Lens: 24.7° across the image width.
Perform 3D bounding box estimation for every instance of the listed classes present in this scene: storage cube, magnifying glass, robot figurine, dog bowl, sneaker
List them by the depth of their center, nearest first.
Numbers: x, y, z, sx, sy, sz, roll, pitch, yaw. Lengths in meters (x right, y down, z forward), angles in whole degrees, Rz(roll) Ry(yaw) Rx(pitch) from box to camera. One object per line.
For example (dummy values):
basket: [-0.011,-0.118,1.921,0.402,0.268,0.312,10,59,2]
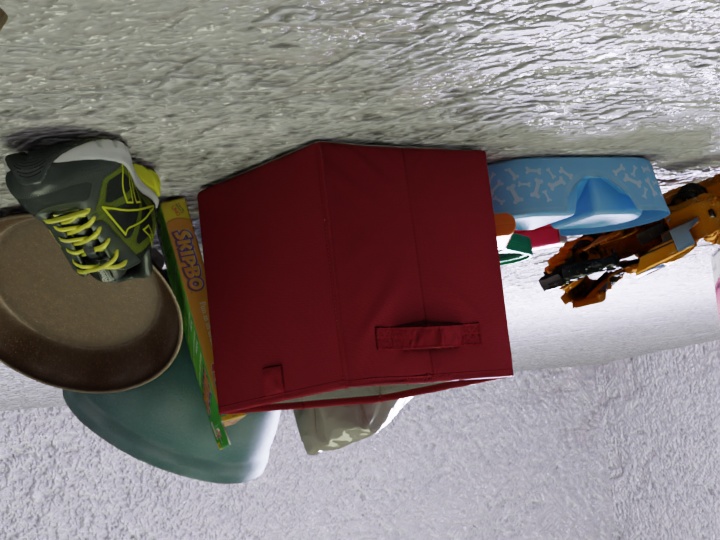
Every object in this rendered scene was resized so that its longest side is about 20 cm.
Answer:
sneaker: [-0.180,-0.037,1.131,0.074,0.085,0.200,-9,172,14]
storage cube: [-0.008,0.009,1.277,0.170,0.182,0.199,-1,171,-37]
magnifying glass: [0.110,-0.023,1.379,0.079,0.023,0.200,-6,174,0]
dog bowl: [0.169,-0.063,1.394,0.198,0.050,0.111,-3,172,-30]
robot figurine: [0.258,-0.025,1.516,0.199,0.059,0.145,-27,-175,31]

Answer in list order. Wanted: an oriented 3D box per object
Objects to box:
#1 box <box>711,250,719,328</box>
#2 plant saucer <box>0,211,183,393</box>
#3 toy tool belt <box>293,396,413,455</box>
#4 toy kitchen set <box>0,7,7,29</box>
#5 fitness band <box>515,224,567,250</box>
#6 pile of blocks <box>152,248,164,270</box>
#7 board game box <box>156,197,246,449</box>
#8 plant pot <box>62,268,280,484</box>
box: [0.520,0.070,2.107,0.108,0.202,0.128,-7,172,5]
plant saucer: [-0.238,0.020,1.354,0.198,0.037,0.202,7,133,8]
toy tool belt: [-0.007,0.077,1.512,0.124,0.124,0.200,-22,-174,24]
toy kitchen set: [-0.303,-0.090,0.696,0.162,0.181,0.200,-18,127,43]
fitness band: [0.132,-0.041,1.567,0.198,0.038,0.144,-10,171,16]
pile of blocks: [-0.236,0.030,1.590,0.062,0.083,0.199,-1,170,-34]
board game box: [-0.131,0.047,1.356,0.030,0.202,0.096,-13,174,-11]
plant pot: [-0.151,0.082,1.482,0.199,0.135,0.200,24,-166,-6]
